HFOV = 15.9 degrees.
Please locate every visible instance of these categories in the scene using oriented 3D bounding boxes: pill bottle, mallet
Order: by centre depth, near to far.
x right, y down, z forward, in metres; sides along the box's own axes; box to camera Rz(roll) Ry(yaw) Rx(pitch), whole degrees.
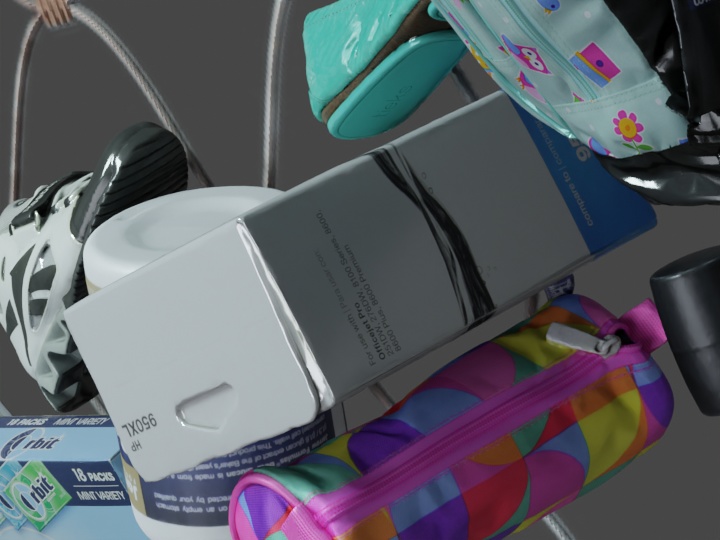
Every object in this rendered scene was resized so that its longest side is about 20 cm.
[{"bbox_3d":[0.200,0.020,0.991,0.200,0.041,0.066,-4,108,45],"label":"mallet"},{"bbox_3d":[-0.063,0.070,1.245,0.111,0.111,0.201,12,119,44],"label":"pill bottle"}]

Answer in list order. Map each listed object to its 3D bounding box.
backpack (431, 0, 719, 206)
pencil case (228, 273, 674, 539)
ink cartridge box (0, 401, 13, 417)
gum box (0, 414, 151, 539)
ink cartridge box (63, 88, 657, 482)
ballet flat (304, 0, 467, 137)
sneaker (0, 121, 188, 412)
[{"bbox_3d":[0.083,-0.134,0.892,0.200,0.167,0.126,46,145,-19],"label":"backpack"},{"bbox_3d":[0.041,0.078,1.075,0.088,0.200,0.089,36,142,34],"label":"pencil case"},{"bbox_3d":[-0.250,0.142,1.548,0.200,0.047,0.198,49,138,20],"label":"ink cartridge box"},{"bbox_3d":[-0.124,0.169,1.388,0.170,0.045,0.200,-3,121,49],"label":"gum box"},{"bbox_3d":[0.000,0.000,1.066,0.144,0.200,0.084,-26,91,51],"label":"ink cartridge box"},{"bbox_3d":[0.036,-0.124,1.058,0.200,0.067,0.071,-34,68,48],"label":"ballet flat"},{"bbox_3d":[-0.152,-0.017,1.325,0.089,0.074,0.200,46,137,18],"label":"sneaker"}]
